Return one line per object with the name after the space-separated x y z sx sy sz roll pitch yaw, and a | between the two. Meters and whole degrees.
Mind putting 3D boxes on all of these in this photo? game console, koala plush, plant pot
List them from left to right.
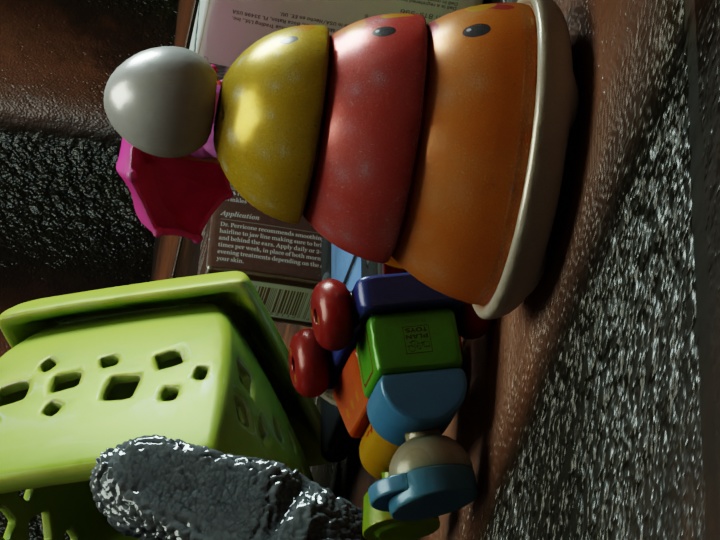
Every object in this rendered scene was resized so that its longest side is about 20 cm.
-0.128 0.117 1.835 0.182 0.199 0.199 -79 -27 -43 | plant pot
-0.050 0.210 1.601 0.200 0.183 0.178 72 -152 -55 | koala plush
0.000 0.000 1.809 0.200 0.031 0.177 111 166 -62 | game console

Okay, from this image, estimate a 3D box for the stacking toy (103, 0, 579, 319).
-0.013 -0.062 1.315 0.146 0.199 0.147 -172 90 -82 | stacking toy

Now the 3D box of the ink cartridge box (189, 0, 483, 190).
-0.017 -0.133 1.639 0.200 0.146 0.083 107 170 -46 | ink cartridge box

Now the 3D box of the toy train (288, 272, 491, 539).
0.013 0.082 1.470 0.200 0.084 0.116 116 148 -67 | toy train

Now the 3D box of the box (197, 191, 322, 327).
-0.053 -0.067 2.016 0.075 0.100 0.201 113 164 -63 | box

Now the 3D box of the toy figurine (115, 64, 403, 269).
-0.029 -0.057 1.501 0.200 0.183 0.151 122 155 -71 | toy figurine
